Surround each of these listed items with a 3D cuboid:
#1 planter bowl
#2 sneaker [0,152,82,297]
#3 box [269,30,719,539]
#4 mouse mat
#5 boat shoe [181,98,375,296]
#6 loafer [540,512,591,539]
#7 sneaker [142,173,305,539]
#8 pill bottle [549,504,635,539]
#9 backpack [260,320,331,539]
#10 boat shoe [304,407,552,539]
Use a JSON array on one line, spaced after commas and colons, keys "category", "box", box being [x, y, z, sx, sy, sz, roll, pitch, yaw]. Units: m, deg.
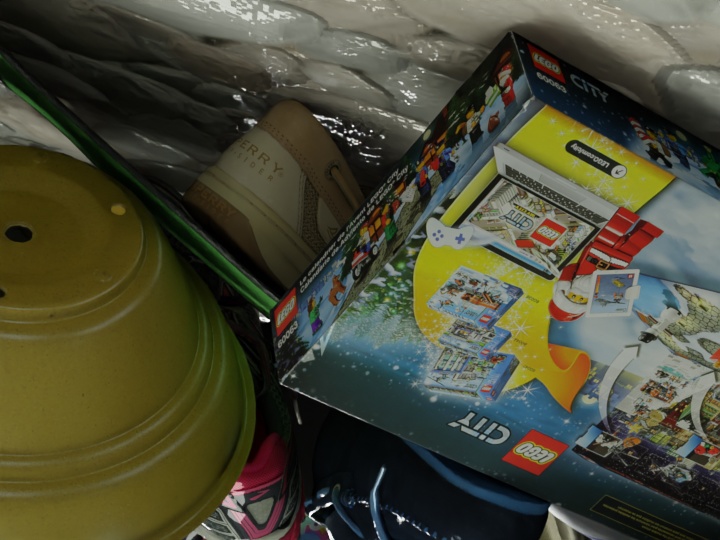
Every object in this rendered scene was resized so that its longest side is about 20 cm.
[{"category": "planter bowl", "box": [-0.130, 0.013, 0.718, 0.199, 0.201, 0.084, 18, 131, 2]}, {"category": "sneaker", "box": [-0.135, 0.030, 0.819, 0.090, 0.201, 0.076, -2, 143, -29]}, {"category": "box", "box": [0.088, 0.019, 0.666, 0.199, 0.038, 0.137, 26, 123, -28]}, {"category": "mouse mat", "box": [-0.074, -0.020, 0.772, 0.200, 0.008, 0.161, 41, 175, -4]}, {"category": "boat shoe", "box": [0.000, 0.000, 0.804, 0.071, 0.065, 0.200, 36, 173, 31]}, {"category": "loafer", "box": [0.082, 0.088, 0.941, 0.067, 0.076, 0.201, 2, 129, 31]}, {"category": "sneaker", "box": [-0.071, 0.032, 0.873, 0.080, 0.201, 0.075, -18, 148, -16]}, {"category": "pill bottle", "box": [0.133, 0.071, 0.829, 0.111, 0.113, 0.200, 8, 163, 38]}, {"category": "backpack", "box": [-0.044, 0.098, 1.052, 0.175, 0.155, 0.200, -17, -173, -17]}, {"category": "boat shoe", "box": [0.025, 0.098, 0.777, 0.084, 0.069, 0.200, 26, 177, -8]}]
